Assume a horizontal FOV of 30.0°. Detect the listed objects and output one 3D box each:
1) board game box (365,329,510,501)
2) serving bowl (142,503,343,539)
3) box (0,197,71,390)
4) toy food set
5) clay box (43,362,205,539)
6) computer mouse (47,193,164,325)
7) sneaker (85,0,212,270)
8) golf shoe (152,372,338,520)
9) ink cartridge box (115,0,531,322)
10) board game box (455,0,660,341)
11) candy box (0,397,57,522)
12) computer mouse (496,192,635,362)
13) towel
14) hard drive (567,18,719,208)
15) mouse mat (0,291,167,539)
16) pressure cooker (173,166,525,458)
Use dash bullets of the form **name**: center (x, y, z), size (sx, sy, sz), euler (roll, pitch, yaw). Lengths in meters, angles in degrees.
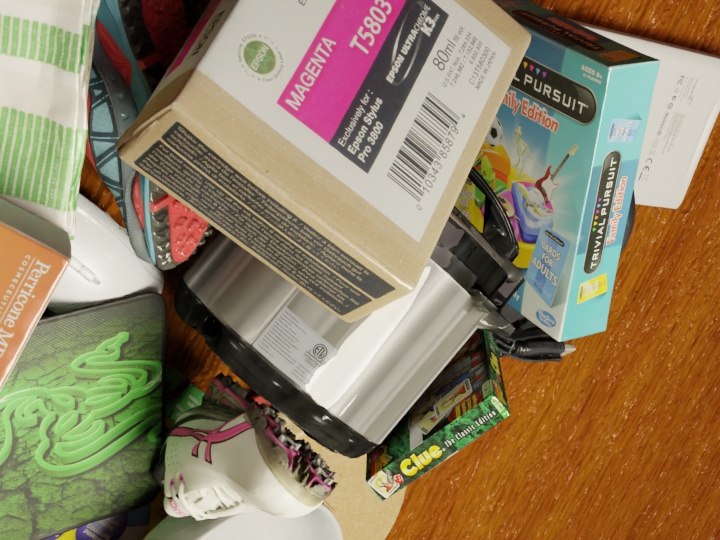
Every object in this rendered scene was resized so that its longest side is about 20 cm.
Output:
- **board game box**: center (0.051, 0.078, 0.945), size (0.105, 0.200, 0.023), euler (-39, 105, 14)
- **serving bowl**: center (-0.107, 0.227, 0.937), size (0.200, 0.066, 0.201), euler (-28, 134, -33)
- **box**: center (-0.262, -0.005, 0.675), size (0.200, 0.097, 0.125), euler (28, 91, -15)
- **toy food set**: center (-0.045, 0.172, 1.038), size (0.198, 0.049, 0.200), euler (32, 95, -43)
- **clay box**: center (-0.182, 0.156, 0.926), size (0.200, 0.048, 0.115), euler (-47, 134, -3)
- **computer mouse**: center (-0.185, -0.017, 0.824), size (0.110, 0.044, 0.200), euler (-51, 134, -2)
- **sneaker**: center (-0.135, -0.099, 0.784), size (0.079, 0.095, 0.201), euler (-34, 126, -49)
- **golf shoe**: center (-0.076, 0.126, 0.829), size (0.073, 0.200, 0.092), euler (46, 80, -15)
- **ink cartridge box**: center (-0.013, -0.100, 0.747), size (0.165, 0.075, 0.200), euler (37, 58, -18)
- **board game box**: center (0.125, -0.074, 0.949), size (0.047, 0.151, 0.201), euler (-12, 122, -31)
- **candy box**: center (-0.280, 0.086, 0.806), size (0.117, 0.056, 0.200), euler (-35, 133, -16)
- **computer mouse**: center (0.161, 0.000, 1.066), size (0.138, 0.053, 0.200), euler (8, 120, -39)
- **towel**: center (-0.215, -0.113, 0.712), size (0.152, 0.023, 0.201), euler (8, 115, -6)
- **hard drive**: center (0.206, -0.120, 1.068), size (0.199, 0.027, 0.132), euler (3, 114, -39)
- **mouse mat**: center (-0.206, 0.104, 0.832), size (0.200, 0.008, 0.162), euler (-16, 121, -37)
- **pressure cooker**: center (0.001, 0.000, 0.882), size (0.200, 0.179, 0.176), euler (-51, 131, 0)
